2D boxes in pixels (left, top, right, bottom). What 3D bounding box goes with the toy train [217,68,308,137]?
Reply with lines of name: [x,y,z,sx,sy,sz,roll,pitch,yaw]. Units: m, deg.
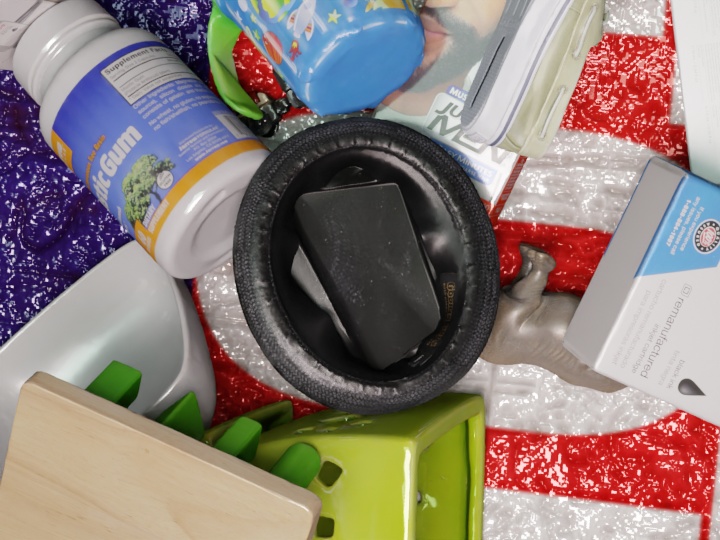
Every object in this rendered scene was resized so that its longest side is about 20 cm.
toy train: [-0.093,-0.110,1.393,0.199,0.034,0.046,-31,85,11]

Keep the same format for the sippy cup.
sippy cup: [-0.023,-0.183,1.302,0.139,0.178,0.131,-16,59,-25]

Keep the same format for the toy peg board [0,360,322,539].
toy peg board: [-0.126,0.171,1.220,0.199,0.098,0.200,23,118,11]

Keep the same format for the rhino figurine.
rhino figurine: [0.117,0.027,1.352,0.199,0.060,0.088,15,95,11]

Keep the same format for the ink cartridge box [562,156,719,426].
ink cartridge box: [0.261,0.032,1.279,0.199,0.084,0.145,23,96,-13]

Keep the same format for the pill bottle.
pill bottle: [-0.155,-0.099,1.336,0.200,0.112,0.112,45,101,21]

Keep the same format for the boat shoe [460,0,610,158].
boat shoe: [0.134,-0.172,1.276,0.062,0.072,0.201,22,102,-18]

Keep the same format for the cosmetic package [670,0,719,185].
cosmetic package: [0.293,-0.165,1.309,0.150,0.052,0.201,-6,93,13]

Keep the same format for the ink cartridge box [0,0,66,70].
ink cartridge box: [-0.290,-0.224,1.336,0.083,0.200,0.147,-38,87,11]

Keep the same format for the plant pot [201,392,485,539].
plant pot: [-0.023,0.190,1.326,0.180,0.199,0.202,2,96,17]

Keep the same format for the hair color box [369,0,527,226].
hair color box: [0.086,-0.141,1.343,0.110,0.064,0.201,26,97,8]

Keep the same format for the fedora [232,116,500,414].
fedora: [0.000,0.000,1.305,0.199,0.092,0.202,1,83,-8]

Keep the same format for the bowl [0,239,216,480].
bowl: [-0.184,0.093,1.363,0.200,0.200,0.075,-40,125,11]
